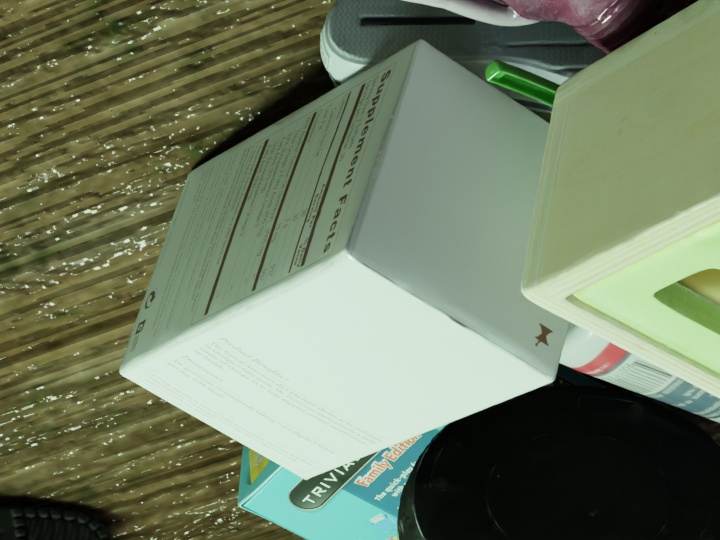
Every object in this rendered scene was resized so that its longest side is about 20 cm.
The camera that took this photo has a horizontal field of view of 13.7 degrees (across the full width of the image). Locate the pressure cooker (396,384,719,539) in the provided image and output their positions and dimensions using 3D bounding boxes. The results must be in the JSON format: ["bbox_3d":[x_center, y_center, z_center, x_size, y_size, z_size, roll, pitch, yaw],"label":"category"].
[{"bbox_3d":[0.099,0.177,1.456,0.178,0.176,0.201,4,130,4],"label":"pressure cooker"}]

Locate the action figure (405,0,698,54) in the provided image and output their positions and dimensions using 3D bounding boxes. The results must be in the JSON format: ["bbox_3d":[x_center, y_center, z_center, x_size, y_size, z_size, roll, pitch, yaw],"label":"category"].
[{"bbox_3d":[0.109,-0.112,1.260,0.200,0.134,0.149,41,107,-9],"label":"action figure"}]

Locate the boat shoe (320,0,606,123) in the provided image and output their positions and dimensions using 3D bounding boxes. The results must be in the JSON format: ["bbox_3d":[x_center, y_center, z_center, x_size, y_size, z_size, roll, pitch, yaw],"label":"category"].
[{"bbox_3d":[0.082,-0.094,1.351,0.199,0.072,0.062,5,149,11],"label":"boat shoe"}]

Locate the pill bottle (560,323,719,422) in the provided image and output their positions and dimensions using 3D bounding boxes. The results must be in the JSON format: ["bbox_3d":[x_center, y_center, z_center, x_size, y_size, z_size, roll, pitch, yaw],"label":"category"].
[{"bbox_3d":[0.193,0.017,1.403,0.199,0.120,0.120,20,131,-16],"label":"pill bottle"}]

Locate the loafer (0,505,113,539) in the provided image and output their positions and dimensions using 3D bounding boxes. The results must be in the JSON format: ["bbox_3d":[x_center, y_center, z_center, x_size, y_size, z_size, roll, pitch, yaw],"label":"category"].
[{"bbox_3d":[-0.232,0.164,1.597,0.199,0.073,0.071,9,133,-4],"label":"loafer"}]

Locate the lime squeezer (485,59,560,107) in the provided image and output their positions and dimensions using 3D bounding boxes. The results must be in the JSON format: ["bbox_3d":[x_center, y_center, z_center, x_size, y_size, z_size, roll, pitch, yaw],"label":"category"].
[{"bbox_3d":[0.131,-0.033,1.297,0.200,0.071,0.038,45,143,-12],"label":"lime squeezer"}]

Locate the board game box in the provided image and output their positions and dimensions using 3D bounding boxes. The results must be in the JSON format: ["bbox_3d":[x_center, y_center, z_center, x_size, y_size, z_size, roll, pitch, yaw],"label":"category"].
[{"bbox_3d":[0.061,0.106,1.543,0.200,0.047,0.151,29,127,-22],"label":"board game box"}]

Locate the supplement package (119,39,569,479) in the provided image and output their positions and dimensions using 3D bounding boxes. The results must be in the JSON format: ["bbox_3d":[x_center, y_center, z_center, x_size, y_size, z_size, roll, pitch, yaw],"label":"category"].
[{"bbox_3d":[0.000,0.000,1.360,0.117,0.118,0.200,32,148,-23],"label":"supplement package"}]

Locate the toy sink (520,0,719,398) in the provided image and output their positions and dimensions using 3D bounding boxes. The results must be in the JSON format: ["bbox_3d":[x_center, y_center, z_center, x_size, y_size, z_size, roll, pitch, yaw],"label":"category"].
[{"bbox_3d":[0.177,-0.034,1.177,0.130,0.112,0.200,27,148,-26],"label":"toy sink"}]
